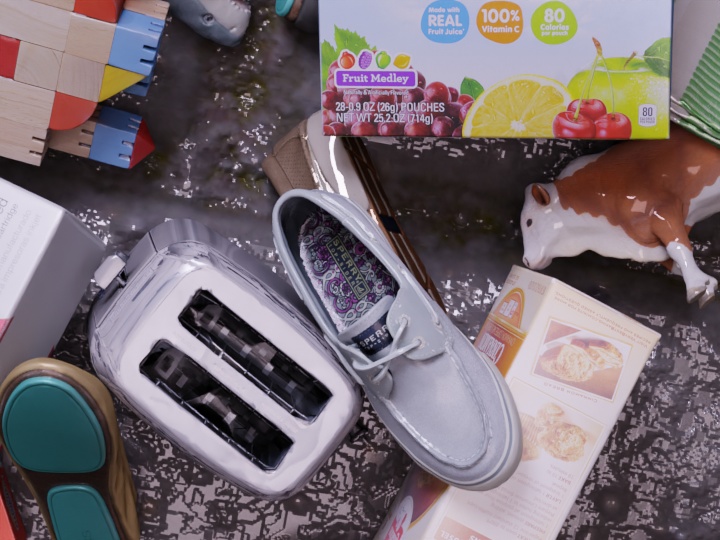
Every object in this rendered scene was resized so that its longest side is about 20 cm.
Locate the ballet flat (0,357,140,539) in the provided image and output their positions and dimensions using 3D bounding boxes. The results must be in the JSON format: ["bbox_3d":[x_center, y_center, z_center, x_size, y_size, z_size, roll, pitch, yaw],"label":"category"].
[{"bbox_3d":[-0.168,0.102,0.970,0.068,0.063,0.201,2,137,3],"label":"ballet flat"}]

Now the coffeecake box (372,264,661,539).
[{"bbox_3d":[0.086,0.104,0.993,0.073,0.154,0.201,27,91,-5],"label":"coffeecake box"}]

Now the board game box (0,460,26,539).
[{"bbox_3d":[-0.323,0.126,1.016,0.199,0.040,0.154,-18,95,-3],"label":"board game box"}]

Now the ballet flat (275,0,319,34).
[{"bbox_3d":[-0.004,-0.242,1.011,0.068,0.068,0.201,7,104,-15],"label":"ballet flat"}]

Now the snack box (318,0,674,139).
[{"bbox_3d":[0.077,-0.162,0.945,0.198,0.068,0.170,2,105,9],"label":"snack box"}]

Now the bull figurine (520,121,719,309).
[{"bbox_3d":[0.195,-0.045,1.018,0.199,0.065,0.122,-33,72,-13],"label":"bull figurine"}]

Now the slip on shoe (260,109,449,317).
[{"bbox_3d":[0.000,0.000,1.002,0.060,0.076,0.201,-28,76,13],"label":"slip on shoe"}]

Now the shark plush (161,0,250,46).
[{"bbox_3d":[-0.157,-0.198,0.998,0.199,0.091,0.084,12,124,-11],"label":"shark plush"}]

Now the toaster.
[{"bbox_3d":[-0.074,0.059,0.989,0.200,0.129,0.114,41,91,-6],"label":"toaster"}]

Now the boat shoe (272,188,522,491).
[{"bbox_3d":[0.012,0.036,0.913,0.070,0.071,0.201,-42,66,13],"label":"boat shoe"}]

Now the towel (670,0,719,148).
[{"bbox_3d":[0.195,-0.160,1.013,0.199,0.023,0.153,29,68,4],"label":"towel"}]

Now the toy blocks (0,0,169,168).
[{"bbox_3d":[-0.174,-0.138,0.965,0.136,0.100,0.201,14,120,-6],"label":"toy blocks"}]

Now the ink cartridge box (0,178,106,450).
[{"bbox_3d":[-0.271,-0.001,0.952,0.199,0.083,0.146,24,82,14],"label":"ink cartridge box"}]
